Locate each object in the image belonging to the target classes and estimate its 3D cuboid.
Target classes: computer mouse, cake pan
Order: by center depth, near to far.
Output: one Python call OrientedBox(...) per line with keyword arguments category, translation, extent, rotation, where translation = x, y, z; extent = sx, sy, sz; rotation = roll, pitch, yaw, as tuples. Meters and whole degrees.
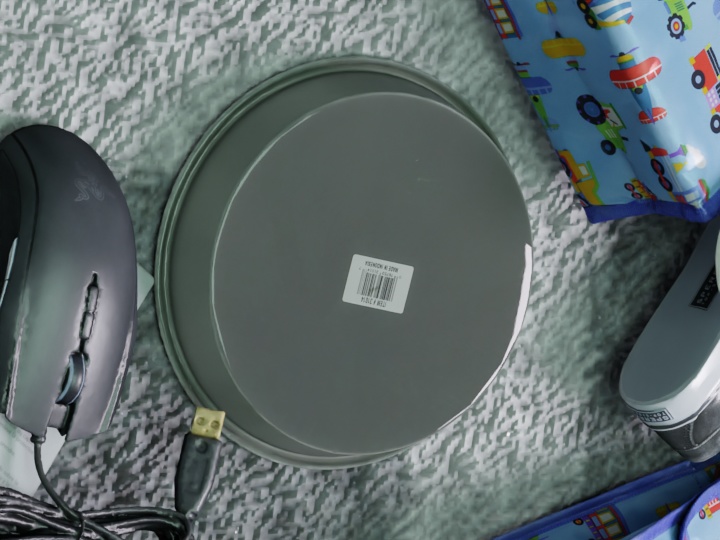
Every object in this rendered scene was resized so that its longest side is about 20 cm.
OrientedBox(category="computer mouse", translation=(-0.109, 0.037, 1.291), extent=(0.140, 0.046, 0.201), rotation=(18, 69, -37))
OrientedBox(category="cake pan", translation=(0.000, 0.000, 1.376), extent=(0.199, 0.037, 0.201), rotation=(-5, 102, -26))

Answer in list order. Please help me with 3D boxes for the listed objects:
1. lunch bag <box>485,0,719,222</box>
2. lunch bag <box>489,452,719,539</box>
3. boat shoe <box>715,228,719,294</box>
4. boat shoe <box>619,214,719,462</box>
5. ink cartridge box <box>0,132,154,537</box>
OrientedBox(category="lunch bag", translation=(0.172, -0.139, 1.414), extent=(0.200, 0.094, 0.151), rotation=(-38, 112, -29))
OrientedBox(category="lunch bag", translation=(0.152, 0.186, 1.472), extent=(0.200, 0.094, 0.151), rotation=(-24, 109, -34))
OrientedBox(category="boat shoe", translation=(0.248, -0.024, 1.396), extent=(0.200, 0.060, 0.074), rotation=(-16, 113, -43))
OrientedBox(category="boat shoe", translation=(0.212, 0.008, 1.465), extent=(0.068, 0.073, 0.200), rotation=(44, 72, -35))
OrientedBox(category="ink cartridge box", translation=(-0.205, 0.011, 1.273), extent=(0.200, 0.043, 0.174), rotation=(45, 55, -26))
